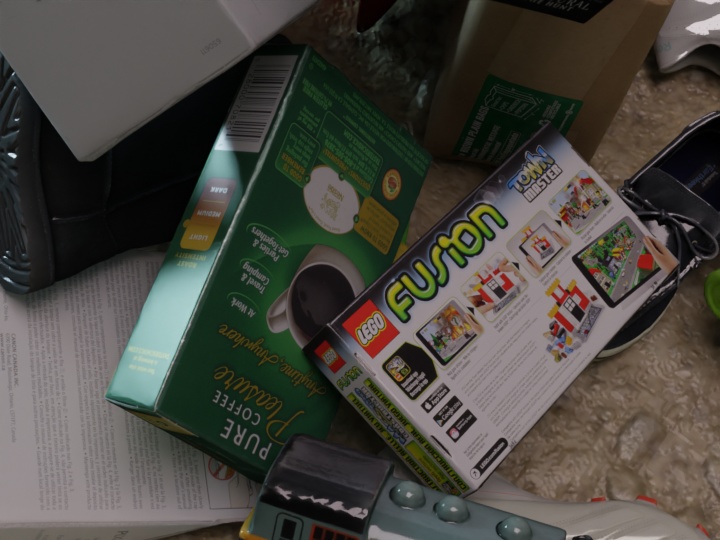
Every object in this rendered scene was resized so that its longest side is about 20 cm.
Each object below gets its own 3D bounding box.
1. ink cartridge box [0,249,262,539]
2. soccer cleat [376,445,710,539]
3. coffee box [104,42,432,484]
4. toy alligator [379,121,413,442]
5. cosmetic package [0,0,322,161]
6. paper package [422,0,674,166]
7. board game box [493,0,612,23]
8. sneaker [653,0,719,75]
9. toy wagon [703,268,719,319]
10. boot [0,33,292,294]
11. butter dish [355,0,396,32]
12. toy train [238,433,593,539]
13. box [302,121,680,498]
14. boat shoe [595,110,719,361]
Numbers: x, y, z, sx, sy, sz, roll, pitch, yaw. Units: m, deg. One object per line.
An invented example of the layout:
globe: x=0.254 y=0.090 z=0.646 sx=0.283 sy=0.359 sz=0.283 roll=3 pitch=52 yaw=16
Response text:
ink cartridge box: x=-0.122 y=0.068 z=0.815 sx=0.199 sy=0.050 sz=0.162 roll=5 pitch=61 yaw=-29
soccer cleat: x=0.095 y=0.146 z=0.785 sx=0.199 sy=0.070 sz=0.078 roll=19 pitch=35 yaw=6
coffee box: x=-0.042 y=0.000 z=0.767 sx=0.044 sy=0.123 sz=0.201 roll=8 pitch=71 yaw=40
toy alligator: x=0.000 y=0.000 z=0.852 sx=0.054 sy=0.059 sz=0.201 roll=6 pitch=62 yaw=-7
cosmetic package: x=-0.099 y=-0.194 z=0.713 sx=0.200 sy=0.123 sz=0.200 roll=55 pitch=35 yaw=-11
paper package: x=0.117 y=-0.177 z=0.884 sx=0.103 sy=0.200 sz=0.191 roll=16 pitch=61 yaw=-2
board game box: x=0.025 y=-0.196 z=0.704 sx=0.199 sy=0.028 sz=0.136 roll=6 pitch=63 yaw=-35
sneaker: x=0.285 y=-0.145 z=0.982 sx=0.199 sy=0.075 sz=0.089 roll=6 pitch=75 yaw=-1
toy wagon: x=0.270 y=0.000 z=0.877 sx=0.155 sy=0.040 sz=0.201 roll=-22 pitch=92 yaw=-28
boot: x=-0.108 y=-0.090 z=0.800 sx=0.200 sy=0.165 sz=0.066 roll=-21 pitch=37 yaw=-35
butter dish: x=0.014 y=-0.284 z=0.914 sx=0.148 sy=0.200 sz=0.200 roll=32 pitch=68 yaw=7
toy train: x=0.028 y=0.154 z=0.720 sx=0.199 sy=0.114 sz=0.085 roll=17 pitch=26 yaw=10
box: x=0.074 y=0.017 z=0.793 sx=0.110 sy=0.035 sz=0.200 roll=47 pitch=56 yaw=2
boat shoe: x=0.178 y=-0.027 z=0.898 sx=0.075 sy=0.062 sz=0.200 roll=41 pitch=65 yaw=10
